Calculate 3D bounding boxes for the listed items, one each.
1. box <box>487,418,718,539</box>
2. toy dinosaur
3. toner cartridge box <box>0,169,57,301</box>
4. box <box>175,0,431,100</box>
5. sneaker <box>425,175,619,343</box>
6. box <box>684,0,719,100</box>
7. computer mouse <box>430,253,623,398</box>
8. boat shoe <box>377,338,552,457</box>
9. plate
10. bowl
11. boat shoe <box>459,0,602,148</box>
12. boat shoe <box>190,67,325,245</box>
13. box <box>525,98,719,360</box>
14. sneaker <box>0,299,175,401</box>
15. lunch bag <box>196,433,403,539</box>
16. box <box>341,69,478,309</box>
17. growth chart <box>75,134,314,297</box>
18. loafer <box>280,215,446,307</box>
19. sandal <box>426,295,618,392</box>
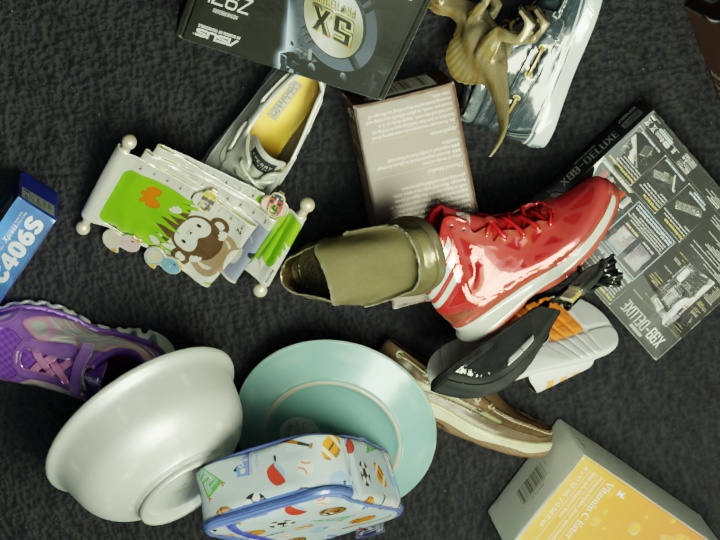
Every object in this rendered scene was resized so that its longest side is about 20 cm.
[{"bbox_3d":[0.248,0.263,1.810,0.199,0.098,0.125,34,99,-17],"label":"box"},{"bbox_3d":[0.120,-0.199,1.622,0.101,0.201,0.058,-39,149,26],"label":"toy dinosaur"},{"bbox_3d":[-0.347,0.011,1.638,0.043,0.095,0.201,33,99,-16],"label":"toner cartridge box"},{"bbox_3d":[-0.042,-0.261,1.574,0.198,0.087,0.164,16,131,-14],"label":"box"},{"bbox_3d":[0.135,-0.036,1.638,0.200,0.078,0.116,-44,113,0],"label":"sneaker"},{"bbox_3d":[0.426,-0.177,1.665,0.163,0.166,0.201,-25,110,0],"label":"box"},{"bbox_3d":[0.160,0.059,1.644,0.199,0.140,0.046,-33,85,-26],"label":"computer mouse"},{"bbox_3d":[0.103,0.121,1.757,0.201,0.075,0.075,19,97,-14],"label":"boat shoe"},{"bbox_3d":[-0.026,0.157,1.736,0.198,0.026,0.202,4,121,7],"label":"plate"},{"bbox_3d":[-0.181,0.169,1.656,0.201,0.201,0.091,-39,67,4],"label":"bowl"},{"bbox_3d":[0.158,-0.217,1.660,0.090,0.071,0.202,15,104,-11],"label":"boat shoe"},{"bbox_3d":[-0.093,-0.105,1.655,0.071,0.070,0.201,33,100,-17],"label":"boat shoe"},{"bbox_3d":[0.279,-0.037,1.746,0.158,0.050,0.200,-43,108,6],"label":"box"},{"bbox_3d":[-0.266,0.085,1.678,0.198,0.089,0.081,11,107,-11],"label":"sneaker"},{"bbox_3d":[-0.057,0.208,1.659,0.159,0.200,0.076,-20,68,16],"label":"lunch bag"},{"bbox_3d":[0.053,-0.077,1.687,0.099,0.075,0.202,-13,107,-6],"label":"box"},{"bbox_3d":[-0.154,-0.046,1.655,0.198,0.018,0.145,21,128,-5],"label":"growth chart"},{"bbox_3d":[0.000,0.000,1.639,0.067,0.199,0.077,-23,96,-38],"label":"loafer"},{"bbox_3d":[0.150,0.084,1.746,0.205,0.080,0.059,-16,146,-23],"label":"sandal"}]
